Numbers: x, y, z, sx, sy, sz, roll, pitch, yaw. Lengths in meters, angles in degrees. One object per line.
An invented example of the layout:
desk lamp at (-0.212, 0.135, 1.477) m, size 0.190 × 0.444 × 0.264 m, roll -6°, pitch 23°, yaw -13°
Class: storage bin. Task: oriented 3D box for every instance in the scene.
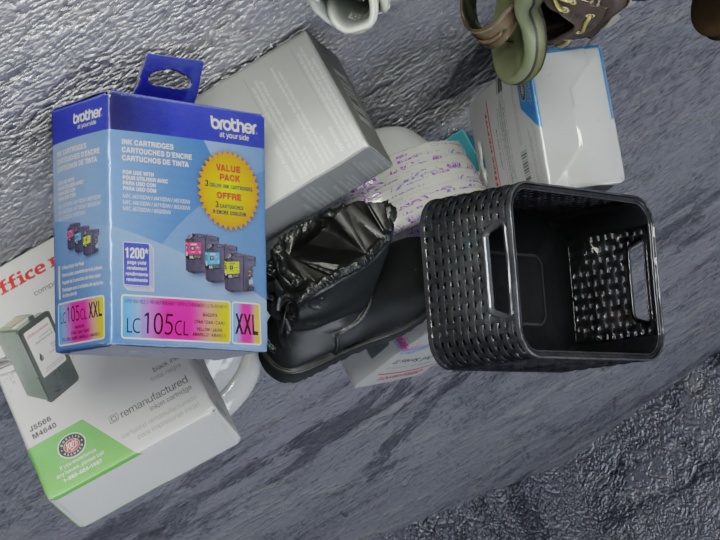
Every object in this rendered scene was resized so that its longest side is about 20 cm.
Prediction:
storage bin at (0.146, 0.008, 1.644) m, size 0.093 × 0.136 × 0.200 m, roll -10°, pitch 171°, yaw 39°

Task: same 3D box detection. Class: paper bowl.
paper bowl at (0.008, -0.049, 1.793) m, size 0.200 × 0.105 × 0.201 m, roll -27°, pitch 165°, yaw -8°

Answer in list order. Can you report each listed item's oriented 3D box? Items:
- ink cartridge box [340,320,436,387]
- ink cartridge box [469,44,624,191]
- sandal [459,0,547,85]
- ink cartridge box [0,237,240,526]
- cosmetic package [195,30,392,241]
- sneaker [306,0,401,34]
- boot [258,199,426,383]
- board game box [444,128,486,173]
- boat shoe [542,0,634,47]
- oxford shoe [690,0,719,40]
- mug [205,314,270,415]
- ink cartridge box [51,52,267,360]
ink cartridge box at (0.050, 0.042, 1.832) m, size 0.200 × 0.068 × 0.117 m, roll -38°, pitch 163°, yaw 30°
ink cartridge box at (0.154, -0.110, 1.748) m, size 0.067 × 0.117 × 0.200 m, roll -8°, pitch 174°, yaw -12°
sandal at (0.098, -0.197, 1.461) m, size 0.057 × 0.080 × 0.201 m, roll -11°, pitch 159°, yaw 0°
ink cartridge box at (-0.203, 0.072, 1.605) m, size 0.145 × 0.200 × 0.084 m, roll -29°, pitch 154°, yaw 0°
cosmetic package at (-0.090, -0.076, 1.518) m, size 0.199 × 0.107 × 0.090 m, roll -30°, pitch 166°, yaw 10°
sneaker at (-0.005, -0.186, 1.307) m, size 0.075 × 0.092 × 0.200 m, roll -20°, pitch 167°, yaw 19°
boot at (0.000, -0.001, 1.611) m, size 0.198 × 0.073 × 0.163 m, roll -30°, pitch 157°, yaw -23°
board game box at (0.069, -0.060, 1.988) m, size 0.151 × 0.047 × 0.200 m, roll -32°, pitch 165°, yaw 11°
boat shoe at (0.167, -0.218, 1.585) m, size 0.059 × 0.072 × 0.200 m, roll -28°, pitch 174°, yaw -3°
oxford shoe at (0.283, -0.262, 1.624) m, size 0.084 × 0.073 × 0.201 m, roll -16°, pitch 139°, yaw -23°
mug at (-0.147, 0.062, 1.711) m, size 0.175 × 0.200 × 0.148 m, roll -32°, pitch 129°, yaw 3°
ink cartridge box at (-0.136, -0.043, 1.403) m, size 0.136 × 0.201 × 0.076 m, roll 4°, pitch 169°, yaw -41°
